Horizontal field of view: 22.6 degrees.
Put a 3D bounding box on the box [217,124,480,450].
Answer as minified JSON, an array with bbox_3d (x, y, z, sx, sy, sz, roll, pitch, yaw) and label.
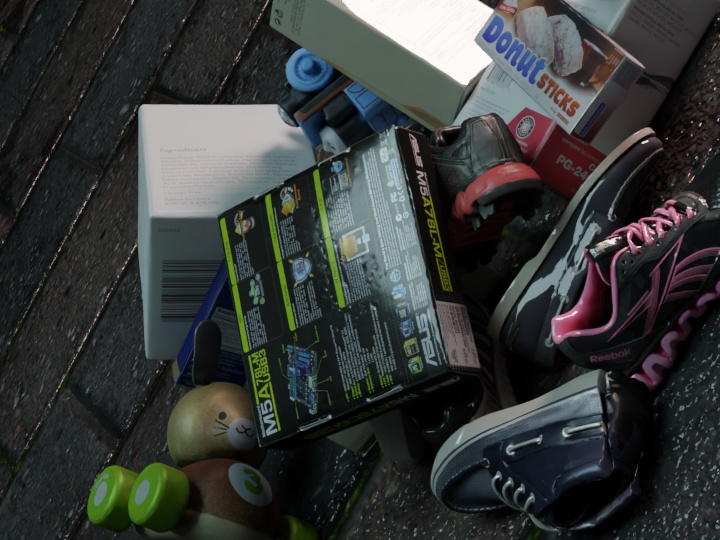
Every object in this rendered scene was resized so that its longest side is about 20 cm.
[{"bbox_3d":[-0.014,0.016,1.382,0.193,0.047,0.200,-27,67,36],"label":"box"}]

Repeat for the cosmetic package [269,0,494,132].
[{"bbox_3d":[0.031,-0.211,1.563,0.105,0.200,0.071,-43,-20,-34],"label":"cosmetic package"}]

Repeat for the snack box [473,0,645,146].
[{"bbox_3d":[0.150,-0.167,1.390,0.072,0.024,0.200,-55,30,13],"label":"snack box"}]

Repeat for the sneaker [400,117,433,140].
[{"bbox_3d":[0.026,-0.079,1.633,0.091,0.066,0.200,-79,16,-53],"label":"sneaker"}]

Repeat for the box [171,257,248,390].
[{"bbox_3d":[-0.077,0.032,1.626,0.200,0.121,0.032,-62,24,28],"label":"box"}]

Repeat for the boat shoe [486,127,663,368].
[{"bbox_3d":[0.178,-0.015,1.369,0.063,0.073,0.200,37,93,19],"label":"boat shoe"}]

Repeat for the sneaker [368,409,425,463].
[{"bbox_3d":[-0.018,0.068,1.477,0.115,0.074,0.200,-15,86,18],"label":"sneaker"}]

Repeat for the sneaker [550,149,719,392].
[{"bbox_3d":[0.205,-0.007,1.253,0.200,0.095,0.079,-57,26,5],"label":"sneaker"}]

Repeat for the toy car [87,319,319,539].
[{"bbox_3d":[-0.117,0.151,1.569,0.158,0.164,0.200,-12,57,56],"label":"toy car"}]

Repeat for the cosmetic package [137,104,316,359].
[{"bbox_3d":[-0.127,-0.040,1.710,0.200,0.166,0.168,-104,15,-53],"label":"cosmetic package"}]

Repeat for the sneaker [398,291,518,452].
[{"bbox_3d":[0.065,0.074,1.402,0.074,0.087,0.200,-43,40,24],"label":"sneaker"}]

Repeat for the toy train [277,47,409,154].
[{"bbox_3d":[0.021,-0.183,1.654,0.200,0.087,0.114,-39,69,-3],"label":"toy train"}]

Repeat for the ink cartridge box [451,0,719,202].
[{"bbox_3d":[0.180,-0.165,1.453,0.200,0.083,0.145,-59,28,4],"label":"ink cartridge box"}]

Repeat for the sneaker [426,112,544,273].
[{"bbox_3d":[0.076,-0.058,1.417,0.200,0.071,0.098,-50,55,60],"label":"sneaker"}]

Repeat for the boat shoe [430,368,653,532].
[{"bbox_3d":[0.119,0.148,1.272,0.200,0.075,0.093,-36,30,40],"label":"boat shoe"}]

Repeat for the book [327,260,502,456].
[{"bbox_3d":[0.029,0.044,1.563,0.200,0.048,0.134,-52,28,14],"label":"book"}]
